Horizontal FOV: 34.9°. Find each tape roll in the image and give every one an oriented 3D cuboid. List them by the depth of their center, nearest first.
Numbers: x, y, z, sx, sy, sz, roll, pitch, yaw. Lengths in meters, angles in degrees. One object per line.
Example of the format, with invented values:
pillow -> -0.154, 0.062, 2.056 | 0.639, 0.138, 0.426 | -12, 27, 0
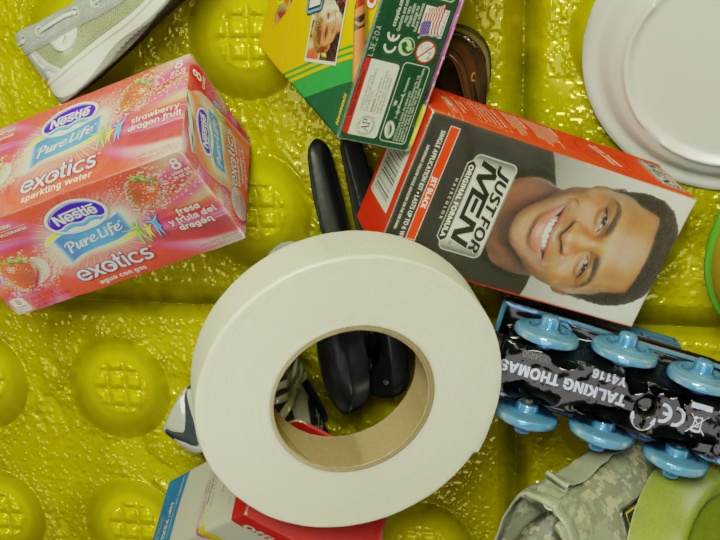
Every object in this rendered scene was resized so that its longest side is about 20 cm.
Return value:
tape roll -> -0.008, 0.073, 0.726 | 0.199, 0.037, 0.206 | -6, 118, -11

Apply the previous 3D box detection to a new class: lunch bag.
lunch bag -> 0.158, 0.219, 0.815 | 0.116, 0.163, 0.204 | 22, 115, 34

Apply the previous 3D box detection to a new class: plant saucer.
plant saucer -> 0.243, 0.228, 0.795 | 0.031, 0.199, 0.203 | -7, 109, 41

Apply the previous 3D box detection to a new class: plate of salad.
plate of salad -> 0.244, -0.141, 0.743 | 0.196, 0.048, 0.202 | 10, 132, 11

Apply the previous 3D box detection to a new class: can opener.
can opener -> 0.000, 0.000, 0.841 | 0.062, 0.079, 0.204 | -4, 97, 14

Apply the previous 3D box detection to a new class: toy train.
toy train -> 0.174, 0.075, 0.799 | 0.197, 0.114, 0.088 | 16, 105, 6

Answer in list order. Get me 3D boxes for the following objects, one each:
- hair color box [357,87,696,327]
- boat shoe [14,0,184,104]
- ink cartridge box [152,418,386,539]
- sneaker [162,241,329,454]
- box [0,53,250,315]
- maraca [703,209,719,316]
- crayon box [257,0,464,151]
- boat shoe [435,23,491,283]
hair color box -> 0.108, -0.041, 0.750 | 0.197, 0.061, 0.103 | 14, 112, -21
boat shoe -> -0.162, -0.200, 0.800 | 0.201, 0.075, 0.065 | -36, 103, 27
ink cartridge box -> -0.061, 0.185, 0.851 | 0.115, 0.068, 0.199 | 30, 144, -22
sneaker -> -0.056, 0.083, 0.870 | 0.128, 0.080, 0.201 | 32, 111, -2
box -> -0.186, -0.060, 0.821 | 0.197, 0.104, 0.095 | -17, 137, 17
maraca -> 0.302, -0.029, 0.733 | 0.135, 0.108, 0.202 | 18, 125, -2
crayon box -> 0.008, -0.203, 0.710 | 0.057, 0.173, 0.203 | 7, 114, -28
boat shoe -> 0.053, -0.067, 0.801 | 0.071, 0.068, 0.204 | 6, 110, 9
